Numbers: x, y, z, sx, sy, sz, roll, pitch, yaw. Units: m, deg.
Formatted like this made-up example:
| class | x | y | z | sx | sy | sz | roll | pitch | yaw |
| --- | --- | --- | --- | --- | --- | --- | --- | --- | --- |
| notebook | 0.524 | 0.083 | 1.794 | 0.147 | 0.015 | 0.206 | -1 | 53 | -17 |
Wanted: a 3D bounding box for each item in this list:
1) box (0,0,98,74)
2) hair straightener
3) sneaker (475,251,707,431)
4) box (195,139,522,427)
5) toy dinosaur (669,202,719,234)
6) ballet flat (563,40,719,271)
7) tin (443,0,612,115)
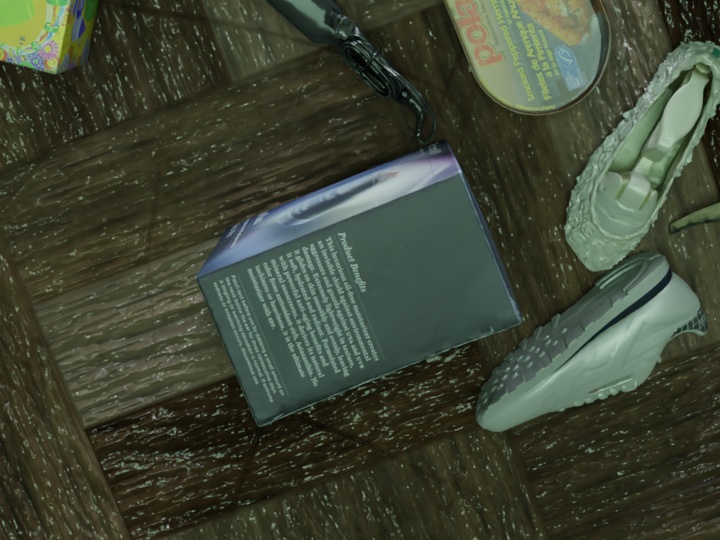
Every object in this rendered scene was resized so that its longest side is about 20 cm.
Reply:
| class | x | y | z | sx | sy | sz | roll | pitch | yaw |
| --- | --- | --- | --- | --- | --- | --- | --- | --- | --- |
| box | -0.282 | -0.267 | 1.030 | 0.192 | 0.122 | 0.201 | 13 | 102 | -3 |
| hair straightener | -0.015 | -0.169 | 1.069 | 0.041 | 0.077 | 0.200 | -43 | 98 | 7 |
| sneaker | 0.182 | 0.074 | 1.124 | 0.200 | 0.076 | 0.081 | -37 | 109 | 9 |
| box | 0.000 | 0.000 | 1.044 | 0.198 | 0.200 | 0.124 | -21 | 101 | 4 |
| toy dinosaur | 0.344 | -0.072 | 1.103 | 0.199 | 0.047 | 0.089 | -2 | 109 | 5 |
| ballet flat | 0.219 | -0.088 | 1.090 | 0.072 | 0.072 | 0.201 | 27 | 102 | -5 |
| tin | 0.117 | -0.216 | 1.078 | 0.112 | 0.042 | 0.201 | -23 | 100 | 1 |
